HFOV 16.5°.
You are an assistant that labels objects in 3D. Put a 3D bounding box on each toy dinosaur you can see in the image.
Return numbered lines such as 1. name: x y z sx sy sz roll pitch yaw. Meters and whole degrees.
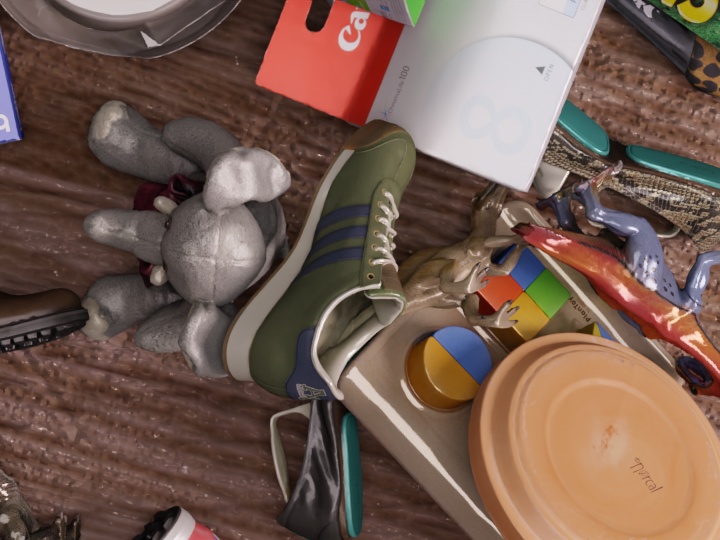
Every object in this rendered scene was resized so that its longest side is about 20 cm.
1. toy dinosaur: -0.251 0.205 1.698 0.102 0.077 0.200 6 97 7
2. toy dinosaur: 0.054 0.009 1.663 0.200 0.101 0.058 -38 123 -31
3. toy dinosaur: 0.184 0.022 1.675 0.200 0.105 0.182 -31 93 -40

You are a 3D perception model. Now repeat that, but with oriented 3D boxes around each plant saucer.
1. plant saucer: 0.165 0.129 1.636 0.200 0.032 0.200 16 54 -23

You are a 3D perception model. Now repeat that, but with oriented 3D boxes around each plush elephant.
1. plush elephant: -0.112 -0.019 1.629 0.200 0.155 0.165 11 93 12

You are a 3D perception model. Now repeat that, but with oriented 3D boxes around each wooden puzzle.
1. wooden puzzle: 0.110 0.075 1.696 0.185 0.046 0.200 47 66 -5

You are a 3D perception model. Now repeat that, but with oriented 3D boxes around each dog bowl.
1. dog bowl: -0.164 -0.239 1.685 0.200 0.059 0.200 0 93 -5

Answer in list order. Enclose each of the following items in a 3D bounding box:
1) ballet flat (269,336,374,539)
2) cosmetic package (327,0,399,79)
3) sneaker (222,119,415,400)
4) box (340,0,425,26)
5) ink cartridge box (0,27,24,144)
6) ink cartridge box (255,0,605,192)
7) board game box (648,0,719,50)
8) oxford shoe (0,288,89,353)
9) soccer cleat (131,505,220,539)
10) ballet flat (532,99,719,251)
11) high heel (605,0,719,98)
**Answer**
1. ballet flat: -0.028 0.088 1.704 0.068 0.068 0.200 5 86 13
2. cosmetic package: 0.041 -0.225 1.708 0.151 0.052 0.200 -29 94 0
3. sneaker: 0.000 0.000 1.591 0.090 0.067 0.200 22 71 34
4. box: -0.036 -0.235 1.556 0.176 0.200 0.097 22 90 5
5. ink cartridge box: -0.336 -0.114 1.682 0.200 0.044 0.094 -12 95 -4
6. ink cartridge box: 0.049 -0.162 1.657 0.200 0.047 0.160 22 92 -1
7. board game box: 0.225 -0.225 1.676 0.200 0.023 0.105 36 115 11
8. oxford shoe: -0.280 0.018 1.664 0.200 0.073 0.085 -1 87 9
9. soccer cleat: -0.166 0.257 1.702 0.073 0.068 0.200 41 87 -13
10. ballet flat: 0.168 -0.068 1.721 0.200 0.068 0.075 26 112 -7
11. high heel: 0.275 -0.221 1.711 0.143 0.071 0.200 41 105 1
